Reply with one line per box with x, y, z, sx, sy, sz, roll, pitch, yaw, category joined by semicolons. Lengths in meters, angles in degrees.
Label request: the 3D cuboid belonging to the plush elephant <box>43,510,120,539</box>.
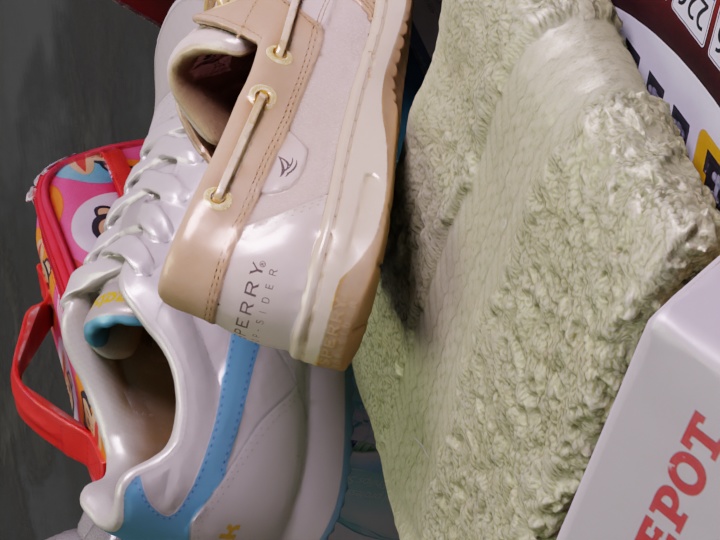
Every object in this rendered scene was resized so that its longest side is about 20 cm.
-0.108;0.192;1.215;0.155;0.199;0.165;58;142;43;plush elephant

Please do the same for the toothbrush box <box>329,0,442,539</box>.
0.000;0.000;0.938;0.200;0.085;0.147;-54;41;33;toothbrush box

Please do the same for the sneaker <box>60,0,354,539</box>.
-0.051;-0.005;0.853;0.076;0.081;0.201;-27;60;49;sneaker

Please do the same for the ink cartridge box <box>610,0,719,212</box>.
0.126;0.001;0.688;0.200;0.083;0.176;-118;27;-48;ink cartridge box

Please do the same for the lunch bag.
-0.063;0.029;1.115;0.082;0.175;0.200;98;156;-45;lunch bag

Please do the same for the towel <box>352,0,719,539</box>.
0.041;0.013;0.736;0.200;0.036;0.149;109;148;-44;towel

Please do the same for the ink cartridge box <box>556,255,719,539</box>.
0.136;0.092;0.539;0.200;0.085;0.145;39;139;20;ink cartridge box

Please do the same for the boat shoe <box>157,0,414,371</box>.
-0.024;-0.056;0.793;0.200;0.069;0.074;-86;10;-50;boat shoe

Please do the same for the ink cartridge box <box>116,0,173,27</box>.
-0.106;-0.216;1.122;0.200;0.084;0.176;24;-130;-62;ink cartridge box
